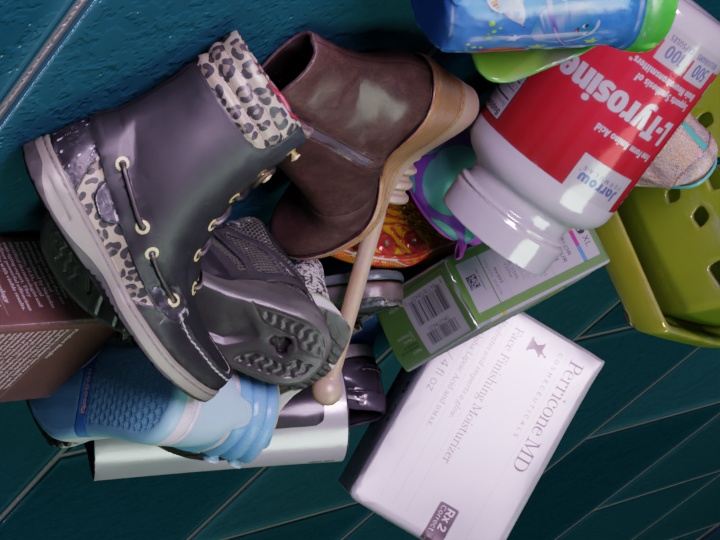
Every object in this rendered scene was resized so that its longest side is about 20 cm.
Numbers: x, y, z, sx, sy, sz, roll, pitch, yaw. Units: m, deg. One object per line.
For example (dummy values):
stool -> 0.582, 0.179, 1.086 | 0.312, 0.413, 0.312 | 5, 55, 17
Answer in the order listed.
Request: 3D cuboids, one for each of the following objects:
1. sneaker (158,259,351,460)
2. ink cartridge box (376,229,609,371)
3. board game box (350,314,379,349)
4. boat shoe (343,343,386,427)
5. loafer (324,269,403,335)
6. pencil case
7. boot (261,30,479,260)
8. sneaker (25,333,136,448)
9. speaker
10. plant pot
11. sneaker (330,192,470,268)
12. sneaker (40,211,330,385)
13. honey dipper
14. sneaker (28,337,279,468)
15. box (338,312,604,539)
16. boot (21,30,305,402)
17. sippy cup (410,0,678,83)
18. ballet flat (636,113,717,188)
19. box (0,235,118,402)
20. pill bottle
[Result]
sneaker -> -0.079, 0.062, 1.550 | 0.077, 0.089, 0.200 | 35, 124, -25
ink cartridge box -> 0.117, 0.001, 1.658 | 0.199, 0.060, 0.104 | -26, 175, -37
board game box -> -0.065, 0.053, 1.748 | 0.157, 0.039, 0.200 | -17, 157, -13
boat shoe -> -0.074, 0.120, 1.751 | 0.199, 0.063, 0.073 | -20, 158, -6
loafer -> -0.054, 0.047, 1.602 | 0.199, 0.063, 0.072 | -13, 168, 27
pencil case -> 0.128, -0.097, 1.533 | 0.199, 0.093, 0.085 | -32, 175, 15
boot -> -0.037, -0.082, 1.415 | 0.166, 0.073, 0.200 | 11, 140, -44
sneaker -> -0.158, 0.062, 1.572 | 0.200, 0.079, 0.090 | -37, 163, 24
speaker -> -0.113, 0.114, 1.675 | 0.198, 0.082, 0.081 | -3, 156, -11
plant pot -> 0.288, -0.046, 1.750 | 0.181, 0.200, 0.200 | -28, 163, 20
sneaker -> 0.026, -0.026, 1.612 | 0.077, 0.073, 0.199 | -34, 160, 36
sneaker -> -0.116, -0.001, 1.414 | 0.198, 0.114, 0.077 | 22, 108, -16
honey dipper -> 0.000, 0.000, 1.518 | 0.038, 0.038, 0.201 | 0, 110, -55
sneaker -> -0.132, 0.089, 1.477 | 0.130, 0.080, 0.199 | 14, 178, -38
box -> 0.087, 0.127, 1.805 | 0.200, 0.130, 0.200 | -61, -178, -4
boot -> -0.090, -0.030, 1.306 | 0.153, 0.074, 0.204 | -32, 120, 1
sippy cup -> 0.094, -0.181, 1.225 | 0.129, 0.179, 0.140 | -12, -158, -13
ballet flat -> 0.172, -0.095, 1.613 | 0.199, 0.067, 0.068 | -5, -134, 43
box -> -0.250, 0.032, 1.368 | 0.100, 0.075, 0.199 | -40, 157, 31
pill bottle -> 0.144, -0.102, 1.426 | 0.201, 0.112, 0.112 | -54, 155, 13
